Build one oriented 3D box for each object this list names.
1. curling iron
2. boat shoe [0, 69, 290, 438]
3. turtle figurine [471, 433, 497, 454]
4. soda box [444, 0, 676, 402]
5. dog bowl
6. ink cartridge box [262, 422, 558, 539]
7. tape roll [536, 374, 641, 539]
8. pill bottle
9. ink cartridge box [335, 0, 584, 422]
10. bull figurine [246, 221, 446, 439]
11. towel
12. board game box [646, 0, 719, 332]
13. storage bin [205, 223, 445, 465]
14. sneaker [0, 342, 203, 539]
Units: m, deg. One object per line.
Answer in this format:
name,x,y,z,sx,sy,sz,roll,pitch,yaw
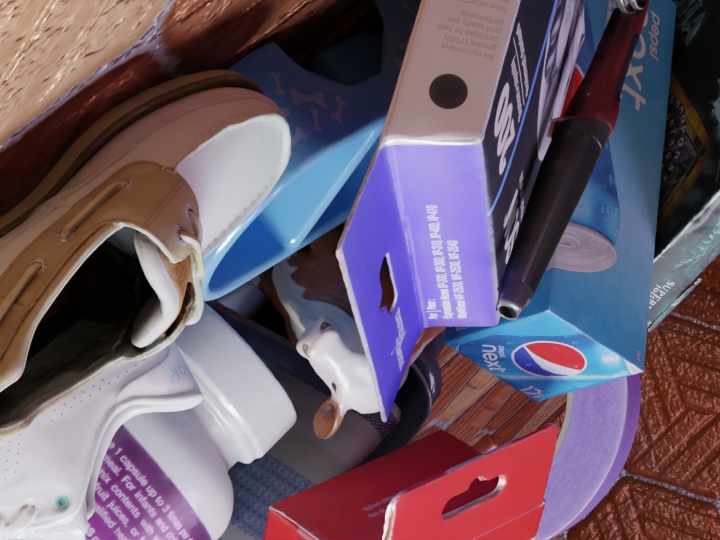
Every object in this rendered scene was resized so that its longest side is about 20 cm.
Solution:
curling iron,0.089,-0.066,0.995,0.050,0.026,0.200,54,51,-49
boat shoe,-0.086,-0.001,0.845,0.200,0.068,0.075,-39,140,-34
turtle figurine,0.043,0.155,1.238,0.161,0.064,0.200,-64,175,-72
soda box,0.093,-0.047,1.101,0.064,0.068,0.200,-20,-130,41
dog bowl,-0.024,-0.052,1.006,0.200,0.050,0.112,-34,165,-51
ink cartridge box,0.011,0.150,1.076,0.116,0.067,0.200,-20,132,-44
tape roll,0.062,0.070,1.417,0.200,0.200,0.085,-46,171,7
pill bottle,-0.126,0.101,1.031,0.200,0.112,0.112,-42,170,-12
ink cartridge box,0.046,-0.055,0.958,0.198,0.043,0.200,74,32,-68
bull figurine,0.000,0.000,1.104,0.065,0.121,0.200,-51,168,30
towel,-0.089,0.107,1.102,0.200,0.147,0.024,-48,138,-18
board game box,0.145,-0.069,1.160,0.135,0.028,0.200,-49,-154,29
storage bin,-0.009,0.046,1.255,0.134,0.145,0.200,-49,176,-44
sneaker,-0.149,0.086,0.944,0.200,0.088,0.075,-42,171,-14
